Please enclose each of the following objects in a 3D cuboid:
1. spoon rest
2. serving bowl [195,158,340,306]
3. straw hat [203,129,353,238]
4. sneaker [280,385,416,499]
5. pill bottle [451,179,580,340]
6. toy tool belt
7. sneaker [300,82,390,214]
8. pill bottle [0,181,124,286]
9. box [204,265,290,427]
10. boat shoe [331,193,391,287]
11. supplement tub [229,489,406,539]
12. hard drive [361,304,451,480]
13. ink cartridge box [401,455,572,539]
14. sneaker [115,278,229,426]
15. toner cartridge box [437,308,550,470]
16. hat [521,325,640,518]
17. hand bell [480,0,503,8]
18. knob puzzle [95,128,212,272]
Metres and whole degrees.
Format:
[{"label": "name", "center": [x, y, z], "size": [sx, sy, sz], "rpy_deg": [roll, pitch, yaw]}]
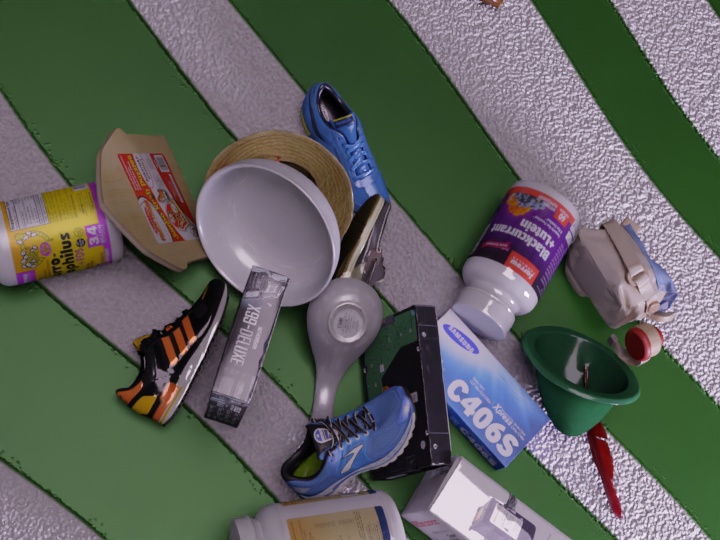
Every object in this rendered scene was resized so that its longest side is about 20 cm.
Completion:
[{"label": "spoon rest", "center": [-0.031, 0.108, 1.682], "size": [0.098, 0.061, 0.202], "rpy_deg": [12, 94, -11]}, {"label": "serving bowl", "center": [-0.108, -0.056, 1.656], "size": [0.200, 0.200, 0.066], "rpy_deg": [41, 40, -1]}, {"label": "straw hat", "center": [-0.100, -0.116, 1.721], "size": [0.199, 0.202, 0.085], "rpy_deg": [26, 31, -6]}, {"label": "sneaker", "center": [-0.016, 0.212, 1.618], "size": [0.200, 0.089, 0.079], "rpy_deg": [-41, 49, 11]}, {"label": "pill bottle", "center": [0.205, -0.012, 1.761], "size": [0.111, 0.111, 0.201], "rpy_deg": [33, 71, -3]}, {"label": "toy tool belt", "center": [0.378, 0.019, 1.785], "size": [0.122, 0.125, 0.201], "rpy_deg": [-19, 64, -25]}, {"label": "sneaker", "center": [-0.017, -0.160, 1.764], "size": [0.065, 0.078, 0.202], "rpy_deg": [-27, 85, -20]}, {"label": "pill bottle", "center": [-0.400, -0.041, 1.626], "size": [0.198, 0.104, 0.105], "rpy_deg": [-14, 80, -15]}, {"label": "box", "center": [-0.141, 0.097, 1.604], "size": [0.049, 0.200, 0.159], "rpy_deg": [18, 72, -4]}, {"label": "boat shoe", "center": [0.000, 0.001, 1.733], "size": [0.066, 0.072, 0.203], "rpy_deg": [26, 81, -17]}, {"label": "supplement tub", "center": [-0.053, 0.349, 1.592], "size": [0.197, 0.144, 0.146], "rpy_deg": [-5, 77, -14]}, {"label": "hard drive", "center": [0.056, 0.157, 1.666], "size": [0.037, 0.139, 0.202], "rpy_deg": [3, 72, -32]}, {"label": "ink cartridge box", "center": [0.163, 0.329, 1.648], "size": [0.199, 0.145, 0.085], "rpy_deg": [37, 72, -2]}, {"label": "sneaker", "center": [-0.236, 0.089, 1.651], "size": [0.089, 0.070, 0.202], "rpy_deg": [26, 74, -9]}, {"label": "toner cartridge box", "center": [0.150, 0.158, 1.742], "size": [0.095, 0.043, 0.200], "rpy_deg": [-42, 89, -20]}, {"label": "hat", "center": [0.273, 0.202, 1.765], "size": [0.164, 0.178, 0.200], "rpy_deg": [4, 30, -29]}, {"label": "hand bell", "center": [0.128, -0.445, 1.876], "size": [0.199, 0.104, 0.105], "rpy_deg": [36, 71, -15]}, {"label": "knob puzzle", "center": [-0.274, -0.084, 1.647], "size": [0.030, 0.219, 0.222], "rpy_deg": [-28, 83, 23]}]
